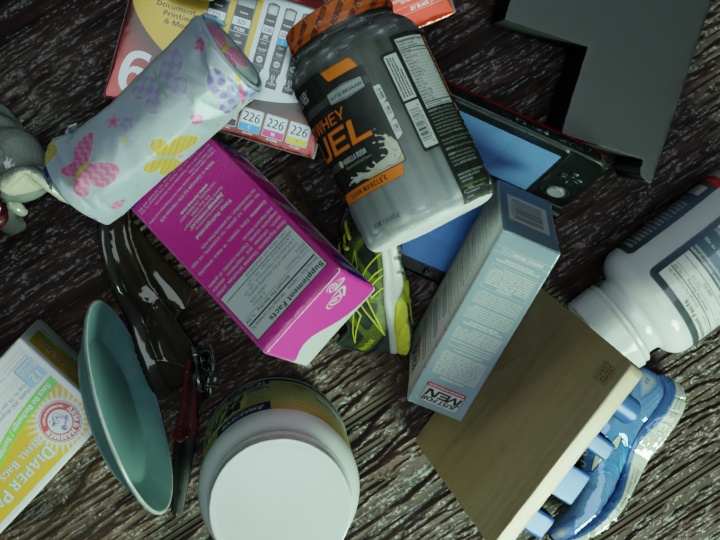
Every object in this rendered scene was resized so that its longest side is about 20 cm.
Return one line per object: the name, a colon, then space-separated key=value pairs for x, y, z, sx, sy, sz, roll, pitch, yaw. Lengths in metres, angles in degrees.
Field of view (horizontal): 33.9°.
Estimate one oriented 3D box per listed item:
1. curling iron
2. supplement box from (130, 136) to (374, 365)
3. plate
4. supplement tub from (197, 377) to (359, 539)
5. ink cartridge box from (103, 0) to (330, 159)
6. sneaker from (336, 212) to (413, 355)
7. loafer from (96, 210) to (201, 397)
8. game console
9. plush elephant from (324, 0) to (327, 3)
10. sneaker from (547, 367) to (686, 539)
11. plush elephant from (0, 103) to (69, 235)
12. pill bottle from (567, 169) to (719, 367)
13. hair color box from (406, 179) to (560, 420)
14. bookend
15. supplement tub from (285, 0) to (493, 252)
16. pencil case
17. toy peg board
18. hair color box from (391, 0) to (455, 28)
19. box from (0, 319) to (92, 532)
curling iron: x=-0.165 y=0.156 z=1.129 sx=0.025 sy=0.050 sz=0.201 roll=2 pitch=122 yaw=-23
supplement box: x=-0.098 y=-0.021 z=1.064 sx=0.103 sy=0.101 sz=0.200 roll=-46 pitch=70 yaw=5
plate: x=-0.217 y=0.125 z=1.066 sx=0.025 sy=0.200 sz=0.202 roll=-18 pitch=99 yaw=1
supplement tub: x=-0.076 y=0.187 z=1.086 sx=0.143 sy=0.200 sz=0.146 roll=-1 pitch=97 yaw=-5
ink cartridge box: x=-0.115 y=-0.216 z=1.090 sx=0.198 sy=0.084 sz=0.177 roll=15 pitch=95 yaw=-7
sneaker: x=0.000 y=0.000 z=1.113 sx=0.084 sy=0.075 sz=0.201 roll=-8 pitch=117 yaw=5
loafer: x=-0.196 y=0.018 z=1.124 sx=0.071 sy=0.073 sz=0.201 roll=-19 pitch=108 yaw=-7
game console: x=0.102 y=-0.069 z=1.116 sx=0.199 sy=0.172 sz=0.119 roll=23 pitch=68 yaw=-8
plush elephant: x=-0.103 y=-0.313 z=0.990 sx=0.154 sy=0.201 sz=0.166 roll=7 pitch=55 yaw=16
sneaker: x=0.239 y=0.182 z=1.186 sx=0.089 sy=0.079 sz=0.201 roll=32 pitch=85 yaw=-1
plush elephant: x=-0.348 y=-0.074 z=1.065 sx=0.154 sy=0.165 sz=0.201 roll=-8 pitch=138 yaw=-39
pill bottle: x=0.305 y=0.008 z=1.140 sx=0.199 sy=0.120 sz=0.120 roll=-37 pitch=99 yaw=1
hair color box: x=0.110 y=0.029 z=1.099 sx=0.060 sy=0.099 sz=0.201 roll=22 pitch=119 yaw=-9
bookend: x=0.203 y=-0.208 z=1.116 sx=0.197 sy=0.092 sz=0.202 roll=15 pitch=97 yaw=-6
supplement tub: x=0.020 y=-0.128 z=1.003 sx=0.122 sy=0.123 sz=0.201 roll=-26 pitch=87 yaw=-2
pencil case: x=-0.178 y=-0.129 z=1.015 sx=0.200 sy=0.083 sz=0.091 roll=-37 pitch=59 yaw=13
toy peg board: x=0.177 y=0.149 z=1.115 sx=0.098 sy=0.199 sz=0.201 roll=34 pitch=96 yaw=-26
hair color box: x=0.019 y=-0.316 z=1.081 sx=0.061 sy=0.102 sz=0.201 roll=-21 pitch=98 yaw=-2
box: x=-0.335 y=0.160 z=1.108 sx=0.112 sy=0.101 sz=0.200 roll=42 pitch=92 yaw=-9
